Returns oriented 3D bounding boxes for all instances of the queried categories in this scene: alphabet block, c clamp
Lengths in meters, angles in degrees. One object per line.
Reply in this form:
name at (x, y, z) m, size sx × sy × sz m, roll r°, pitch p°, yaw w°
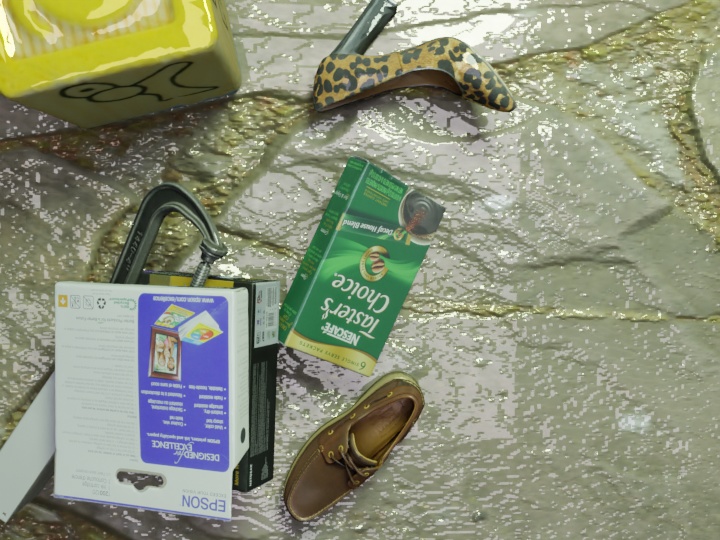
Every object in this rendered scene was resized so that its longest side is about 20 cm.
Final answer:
alphabet block at (-0.228, -0.260, 0.701) m, size 0.190 × 0.200 × 0.202 m, roll -15°, pitch 94°, yaw -3°
c clamp at (-0.183, 0.025, 0.741) m, size 0.169 × 0.027 × 0.204 m, roll 30°, pitch 106°, yaw 30°

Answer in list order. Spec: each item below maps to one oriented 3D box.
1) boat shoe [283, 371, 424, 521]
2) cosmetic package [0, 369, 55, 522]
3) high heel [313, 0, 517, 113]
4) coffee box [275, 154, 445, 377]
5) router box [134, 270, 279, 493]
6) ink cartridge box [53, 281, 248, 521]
boat shoe at (-0.010, 0.192, 0.813) m, size 0.200 × 0.068 × 0.072 m, roll -45°, pitch 95°, yaw 0°
cosmetic package at (-0.315, 0.152, 0.786) m, size 0.050 × 0.083 × 0.202 m, roll 34°, pitch 90°, yaw -5°
high heel at (0.052, -0.181, 0.788) m, size 0.198 × 0.071 × 0.144 m, roll 36°, pitch 85°, yaw 12°
coffee box at (0.000, 0.000, 0.790) m, size 0.121 × 0.044 × 0.204 m, roll 25°, pitch 91°, yaw -35°
router box at (-0.161, 0.106, 0.773) m, size 0.154 × 0.052 × 0.206 m, roll 3°, pitch 93°, yaw 28°
ink cartridge box at (-0.196, 0.115, 0.699) m, size 0.193 × 0.043 × 0.206 m, roll 2°, pitch 91°, yaw 18°
